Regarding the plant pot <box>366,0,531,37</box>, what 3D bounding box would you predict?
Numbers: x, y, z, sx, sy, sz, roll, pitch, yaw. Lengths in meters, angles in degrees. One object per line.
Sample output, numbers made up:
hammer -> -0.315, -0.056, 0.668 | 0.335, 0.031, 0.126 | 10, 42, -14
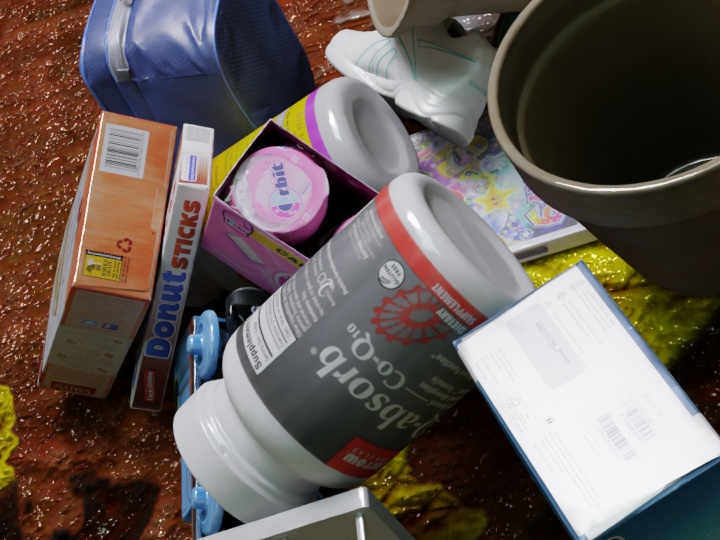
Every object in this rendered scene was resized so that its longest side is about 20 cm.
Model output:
plant pot -> 0.111, -0.257, 1.035 | 0.183, 0.201, 0.201 | 1, 48, -12

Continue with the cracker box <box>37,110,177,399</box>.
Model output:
cracker box -> -0.184, -0.005, 1.072 | 0.058, 0.200, 0.134 | 11, 63, -13

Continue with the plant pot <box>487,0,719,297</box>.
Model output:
plant pot -> 0.200, -0.077, 0.928 | 0.200, 0.174, 0.200 | -16, 49, 19

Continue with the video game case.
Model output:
video game case -> 0.082, -0.057, 1.087 | 0.200, 0.018, 0.143 | -17, 48, 17

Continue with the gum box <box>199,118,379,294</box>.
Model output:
gum box -> 0.000, 0.000, 0.962 | 0.200, 0.114, 0.066 | 34, 73, -1

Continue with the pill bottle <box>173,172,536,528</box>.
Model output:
pill bottle -> -0.004, 0.050, 0.848 | 0.200, 0.116, 0.116 | -44, 44, 17

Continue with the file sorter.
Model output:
file sorter -> -0.053, 0.233, 0.856 | 0.200, 0.139, 0.125 | -20, 51, 15

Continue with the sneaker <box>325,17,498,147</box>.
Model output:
sneaker -> 0.043, -0.155, 1.126 | 0.080, 0.070, 0.200 | -59, 35, 3

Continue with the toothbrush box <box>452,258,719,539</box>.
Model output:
toothbrush box -> 0.144, 0.116, 0.792 | 0.085, 0.200, 0.146 | -32, 45, 1

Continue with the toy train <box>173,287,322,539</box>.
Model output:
toy train -> -0.077, 0.113, 0.983 | 0.087, 0.114, 0.200 | 5, 59, -18

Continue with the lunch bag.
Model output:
lunch bag -> -0.133, -0.154, 1.156 | 0.132, 0.200, 0.136 | -8, 49, 20

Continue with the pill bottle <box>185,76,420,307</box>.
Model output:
pill bottle -> -0.062, -0.049, 1.088 | 0.200, 0.104, 0.104 | -30, 44, 27

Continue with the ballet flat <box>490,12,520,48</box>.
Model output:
ballet flat -> 0.138, -0.189, 1.128 | 0.070, 0.065, 0.200 | 11, 58, 8

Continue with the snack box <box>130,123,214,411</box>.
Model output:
snack box -> -0.130, 0.001, 1.036 | 0.024, 0.200, 0.072 | 9, 37, -11
